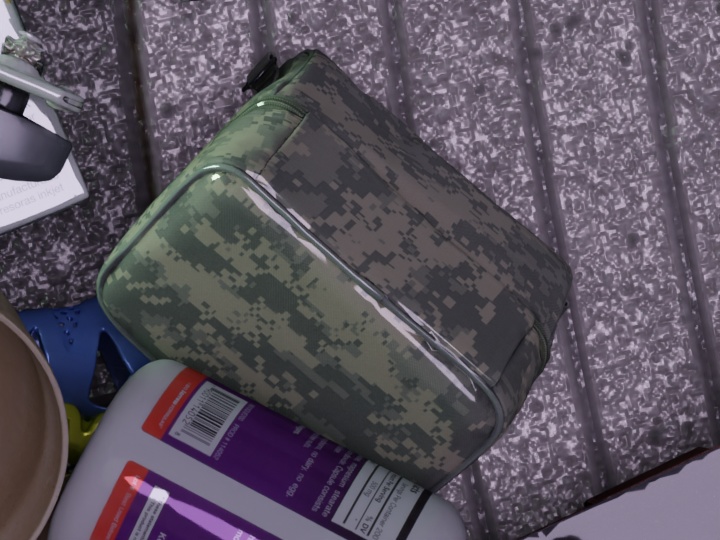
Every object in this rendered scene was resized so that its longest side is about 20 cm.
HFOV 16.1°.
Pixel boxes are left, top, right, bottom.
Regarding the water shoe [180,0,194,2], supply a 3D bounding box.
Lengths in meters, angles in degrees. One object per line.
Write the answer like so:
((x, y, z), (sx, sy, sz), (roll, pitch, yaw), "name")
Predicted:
((-0.001, -0.178, 1.247), (0.200, 0.072, 0.079), (-36, 99, -4), "water shoe")

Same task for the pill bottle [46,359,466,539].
((-0.032, 0.129, 1.139), (0.200, 0.112, 0.113), (27, 89, 5), "pill bottle")

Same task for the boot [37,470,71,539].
((-0.198, 0.178, 1.251), (0.075, 0.074, 0.200), (28, 94, 22), "boot")

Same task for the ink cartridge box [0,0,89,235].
((-0.231, -0.100, 1.210), (0.145, 0.088, 0.200), (-21, 94, -6), "ink cartridge box")

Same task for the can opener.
((-0.217, -0.103, 1.142), (0.200, 0.053, 0.067), (26, 90, -7), "can opener")

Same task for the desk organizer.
((0.102, 0.159, 1.274), (0.200, 0.077, 0.072), (-25, 88, -3), "desk organizer")

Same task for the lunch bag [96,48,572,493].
((0.000, 0.000, 1.216), (0.200, 0.168, 0.139), (41, 131, -6), "lunch bag")

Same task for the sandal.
((-0.136, 0.048, 1.243), (0.200, 0.079, 0.087), (24, 74, -12), "sandal")

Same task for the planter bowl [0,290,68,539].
((-0.240, 0.050, 1.114), (0.200, 0.135, 0.200), (-10, 125, -15), "planter bowl")
